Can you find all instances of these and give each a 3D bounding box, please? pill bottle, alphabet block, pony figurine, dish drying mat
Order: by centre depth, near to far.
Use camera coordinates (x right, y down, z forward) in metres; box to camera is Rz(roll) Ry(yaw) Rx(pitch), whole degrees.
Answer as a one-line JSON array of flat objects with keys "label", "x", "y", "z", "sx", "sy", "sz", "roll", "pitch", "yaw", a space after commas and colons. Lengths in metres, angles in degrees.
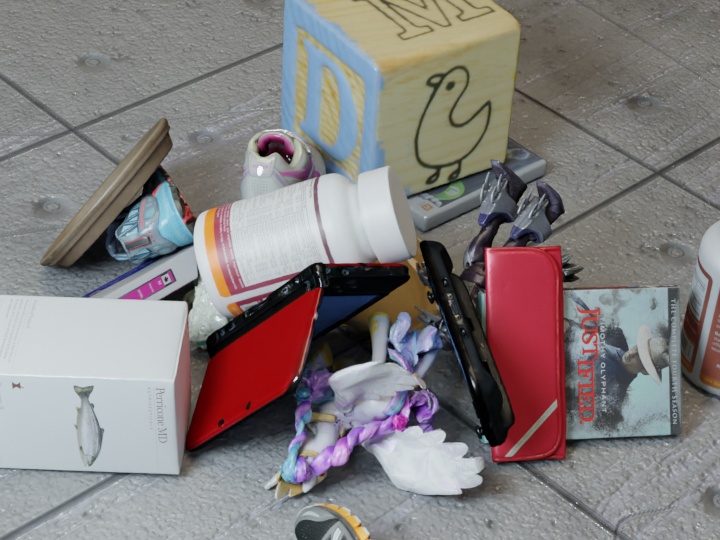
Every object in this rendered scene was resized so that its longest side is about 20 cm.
[{"label": "pony figurine", "x": 0.012, "y": 0.126, "z": 1.603, "sx": 0.191, "sy": 0.167, "sz": 0.201, "roll": -15, "pitch": 31, "yaw": 29}, {"label": "dish drying mat", "x": 0.157, "y": 0.079, "z": 1.639, "sx": 0.076, "sy": 0.203, "sz": 0.018, "roll": -2, "pitch": 2, "yaw": -7}, {"label": "pill bottle", "x": -0.052, "y": -0.030, "z": 1.672, "sx": 0.198, "sy": 0.110, "sz": 0.110, "roll": -16, "pitch": 35, "yaw": 12}, {"label": "pill bottle", "x": 0.384, "y": 0.019, "z": 1.719, "sx": 0.111, "sy": 0.202, "sz": 0.113, "roll": 3, "pitch": 37, "yaw": -2}, {"label": "alphabet block", "x": 0.042, "y": -0.217, "z": 1.966, "sx": 0.198, "sy": 0.197, "sz": 0.196, "roll": -20, "pitch": 45, "yaw": -27}]

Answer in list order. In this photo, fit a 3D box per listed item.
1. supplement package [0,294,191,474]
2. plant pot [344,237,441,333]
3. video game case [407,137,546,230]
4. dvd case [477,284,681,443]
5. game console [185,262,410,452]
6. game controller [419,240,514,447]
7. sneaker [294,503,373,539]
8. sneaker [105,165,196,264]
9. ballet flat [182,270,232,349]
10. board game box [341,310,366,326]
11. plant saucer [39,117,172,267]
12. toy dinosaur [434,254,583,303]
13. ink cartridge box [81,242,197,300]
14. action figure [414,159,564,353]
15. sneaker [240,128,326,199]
[{"label": "supplement package", "x": -0.259, "y": 0.104, "z": 1.598, "sx": 0.197, "sy": 0.118, "sz": 0.118, "roll": 2, "pitch": 36, "yaw": 1}, {"label": "plant pot", "x": 0.000, "y": 0.000, "z": 1.801, "sx": 0.198, "sy": 0.028, "sz": 0.201, "roll": 20, "pitch": 36, "yaw": -15}, {"label": "video game case", "x": 0.087, "y": -0.130, "z": 2.031, "sx": 0.199, "sy": 0.024, "sz": 0.181, "roll": -25, "pitch": 46, "yaw": -34}, {"label": "dvd case", "x": 0.212, "y": 0.089, "z": 1.668, "sx": 0.197, "sy": 0.148, "sz": 0.022, "roll": -1, "pitch": 2, "yaw": -10}, {"label": "game console", "x": -0.058, "y": 0.082, "z": 1.622, "sx": 0.171, "sy": 0.199, "sz": 0.120, "roll": 0, "pitch": 69, "yaw": -39}, {"label": "game controller", "x": 0.094, "y": 0.065, "z": 1.606, "sx": 0.042, "sy": 0.105, "sz": 0.201, "roll": -25, "pitch": 50, "yaw": 7}, {"label": "sneaker", "x": -0.012, "y": 0.272, "z": 1.447, "sx": 0.077, "sy": 0.079, "sz": 0.200, "roll": -22, "pitch": 42, "yaw": -18}, {"label": "sneaker", "x": -0.227, "y": -0.054, "z": 1.811, "sx": 0.095, "sy": 0.080, "sz": 0.200, "roll": -28, "pitch": 8, "yaw": -5}, {"label": "ballet flat", "x": -0.154, "y": 0.009, "z": 1.789, "sx": 0.071, "sy": 0.072, "sz": 0.201, "roll": 3, "pitch": 35, "yaw": -3}, {"label": "board game box", "x": -0.052, "y": -0.012, "z": 1.855, "sx": 0.094, "sy": 0.030, "sz": 0.201, "roll": 0, "pitch": 40, "yaw": -8}, {"label": "plant saucer", "x": -0.261, "y": -0.076, "z": 1.809, "sx": 0.029, "sy": 0.200, "sz": 0.201, "roll": 41, "pitch": 38, "yaw": -10}, {"label": "toy dinosaur", "x": 0.166, "y": 0.055, "z": 1.745, "sx": 0.199, "sy": 0.102, "sz": 0.136, "roll": 33, "pitch": 58, "yaw": 8}, {"label": "ink cartridge box", "x": -0.234, "y": 0.022, "z": 1.743, "sx": 0.199, "sy": 0.037, "sz": 0.094, "roll": -35, "pitch": 13, "yaw": -38}, {"label": "action figure", "x": 0.121, "y": -0.004, "z": 1.728, "sx": 0.129, "sy": 0.069, "sz": 0.201, "roll": 21, "pitch": 75, "yaw": 33}, {"label": "sneaker", "x": -0.081, "y": -0.114, "z": 1.887, "sx": 0.080, "sy": 0.089, "sz": 0.200, "roll": 5, "pitch": 21, "yaw": 7}]
